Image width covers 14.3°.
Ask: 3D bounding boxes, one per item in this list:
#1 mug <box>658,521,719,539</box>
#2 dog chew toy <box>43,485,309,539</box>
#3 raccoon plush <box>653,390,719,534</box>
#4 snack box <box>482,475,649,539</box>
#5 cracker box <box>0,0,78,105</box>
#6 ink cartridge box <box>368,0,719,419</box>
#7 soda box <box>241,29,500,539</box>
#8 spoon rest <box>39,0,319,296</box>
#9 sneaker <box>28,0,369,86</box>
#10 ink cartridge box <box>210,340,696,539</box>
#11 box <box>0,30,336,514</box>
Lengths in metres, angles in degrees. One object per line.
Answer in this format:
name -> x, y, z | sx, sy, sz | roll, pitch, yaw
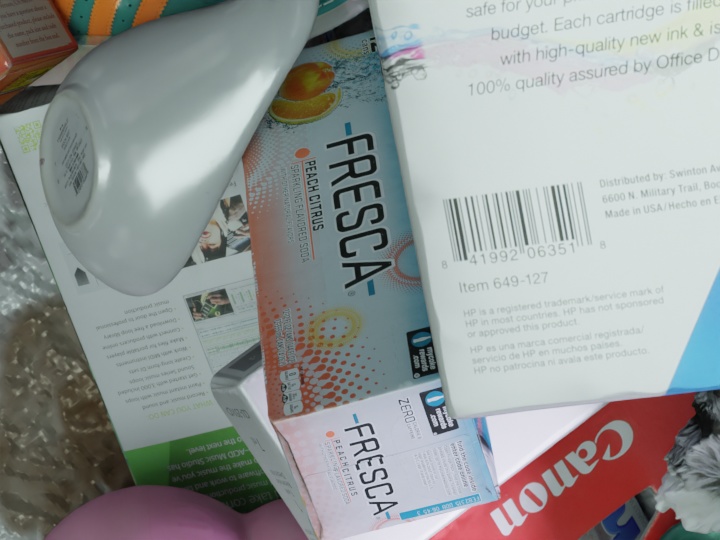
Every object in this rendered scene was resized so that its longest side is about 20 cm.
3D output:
mug -> 0.214, 0.142, 1.082 | 0.185, 0.114, 0.152 | -30, 107, 30
dog chew toy -> -0.034, 0.146, 1.161 | 0.200, 0.125, 0.125 | -4, 111, -4
raccoon plush -> 0.149, -0.018, 1.082 | 0.097, 0.134, 0.200 | 26, 124, -6
snack box -> 0.073, 0.088, 1.162 | 0.024, 0.072, 0.200 | -17, 108, 44
cracker box -> -0.217, -0.132, 1.102 | 0.134, 0.058, 0.200 | -32, 88, 26
ink cartridge box -> 0.092, -0.074, 0.915 | 0.147, 0.145, 0.200 | -7, 103, 15
soda box -> 0.000, 0.000, 1.020 | 0.068, 0.200, 0.064 | -15, 131, 6
spoon rest -> -0.065, -0.067, 1.034 | 0.200, 0.061, 0.099 | -54, 48, 49
sneaker -> -0.089, -0.120, 1.111 | 0.200, 0.071, 0.080 | -5, 112, 22
ink cartridge box -> 0.071, 0.058, 1.108 | 0.200, 0.045, 0.176 | -36, 103, -15
box -> -0.050, 0.005, 1.179 | 0.144, 0.036, 0.200 | -14, 106, 18
